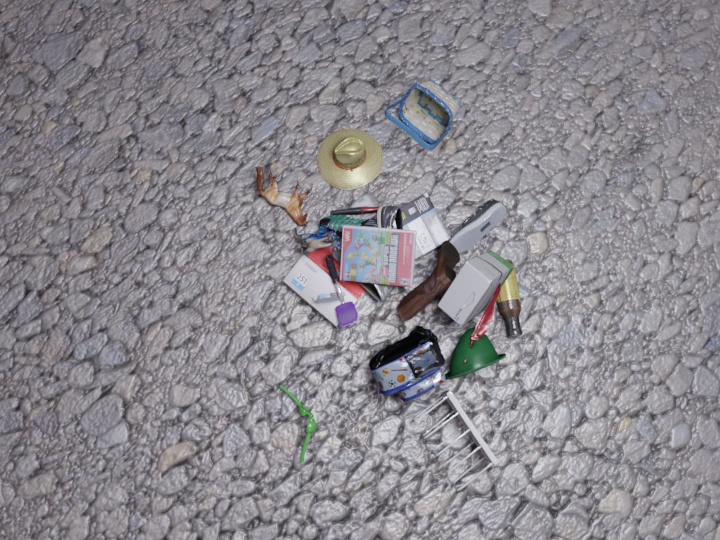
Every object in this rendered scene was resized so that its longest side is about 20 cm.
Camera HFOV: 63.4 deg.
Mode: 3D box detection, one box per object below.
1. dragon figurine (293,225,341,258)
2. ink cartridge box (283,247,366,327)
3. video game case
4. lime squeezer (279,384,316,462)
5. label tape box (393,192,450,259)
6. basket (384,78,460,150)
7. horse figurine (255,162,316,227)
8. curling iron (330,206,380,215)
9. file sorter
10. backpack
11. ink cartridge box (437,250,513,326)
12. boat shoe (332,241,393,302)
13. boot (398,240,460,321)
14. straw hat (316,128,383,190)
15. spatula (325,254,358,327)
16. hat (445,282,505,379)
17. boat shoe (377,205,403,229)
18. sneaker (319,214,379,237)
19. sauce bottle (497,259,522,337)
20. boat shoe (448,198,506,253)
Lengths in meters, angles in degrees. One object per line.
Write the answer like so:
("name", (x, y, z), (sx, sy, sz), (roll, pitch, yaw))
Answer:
("dragon figurine", (-0.117, -0.084, 1.583), (0.097, 0.200, 0.060), (-20, 109, -16))
("ink cartridge box", (-0.084, 0.024, 1.602), (0.199, 0.045, 0.177), (38, 80, 9))
("video game case", (0.045, -0.038, 1.523), (0.194, 0.017, 0.147), (5, 99, 12))
("lime squeezer", (-0.153, 0.389, 1.529), (0.069, 0.037, 0.205), (-24, 77, 27))
("label tape box", (0.129, -0.099, 1.607), (0.197, 0.063, 0.147), (-30, 90, -7))
("basket", (0.183, -0.435, 1.647), (0.176, 0.140, 0.199), (42, 50, 9))
("horse figurine", (-0.216, -0.222, 1.650), (0.196, 0.050, 0.136), (23, 95, -3))
("curling iron", (0.012, -0.161, 1.653), (0.194, 0.026, 0.051), (4, 80, 1))
("file sorter", (0.229, 0.422, 1.462), (0.123, 0.139, 0.202), (-34, 79, -4))
("backpack", (0.119, 0.241, 1.489), (0.186, 0.200, 0.158), (-21, 87, 1))
("ink cartridge box", (0.297, 0.041, 1.489), (0.084, 0.199, 0.148), (38, 115, 19))
("boat shoe", (0.000, 0.001, 1.575), (0.201, 0.075, 0.065), (42, 49, 1))
("boot", (0.178, 0.031, 1.567), (0.064, 0.200, 0.188), (36, 35, -10))
("straw hat", (-0.031, -0.337, 1.663), (0.195, 0.085, 0.207), (0, 77, 0))
("spatula", (-0.058, 0.050, 1.561), (0.055, 0.021, 0.205), (-18, 76, -3))
("hat", (0.274, 0.159, 1.497), (0.195, 0.166, 0.180), (-19, 85, -13))
("boat shoe", (0.090, -0.071, 1.543), (0.061, 0.072, 0.206), (-3, 99, 35))
("sneaker", (-0.028, -0.097, 1.609), (0.196, 0.074, 0.090), (10, 120, 30))
("sauce bottle", (0.399, 0.076, 1.578), (0.063, 0.065, 0.206), (-6, 79, -1))
("boat shoe", (0.317, -0.124, 1.630), (0.198, 0.069, 0.057), (-38, 44, -1))
